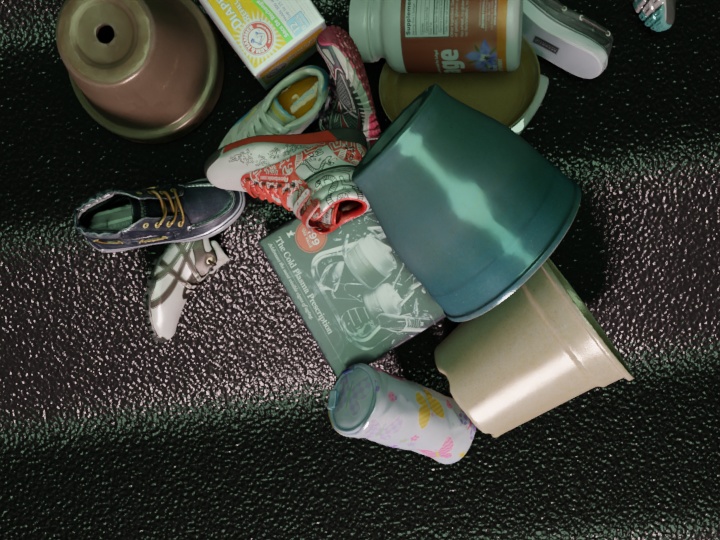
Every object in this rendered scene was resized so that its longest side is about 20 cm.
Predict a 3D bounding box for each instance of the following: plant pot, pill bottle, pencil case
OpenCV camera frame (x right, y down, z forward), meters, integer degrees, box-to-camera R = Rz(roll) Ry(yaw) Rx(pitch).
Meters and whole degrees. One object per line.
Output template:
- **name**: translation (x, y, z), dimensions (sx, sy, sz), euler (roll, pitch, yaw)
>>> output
- **plant pot**: translation (-0.275, -0.260, 0.884), dimensions (0.196, 0.175, 0.205), euler (0, 95, 0)
- **pill bottle**: translation (0.090, -0.291, 0.874), dimensions (0.196, 0.112, 0.115), euler (3, 94, 15)
- **plant pot**: translation (0.197, 0.097, 0.908), dimensions (0.182, 0.200, 0.202), euler (-37, 93, 15)
- **plant pot**: translation (0.121, -0.229, 0.913), dimensions (0.196, 0.028, 0.204), euler (-6, 62, 10)
- **plant pot**: translation (0.098, -0.084, 0.790), dimensions (0.188, 0.200, 0.200), euler (42, 93, -12)
- **pencil case**: translation (0.053, 0.180, 0.910), dimensions (0.090, 0.198, 0.085), euler (-31, 49, 37)

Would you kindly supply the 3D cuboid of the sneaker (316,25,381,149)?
- **sneaker**: translation (-0.020, -0.197, 0.882), dimensions (0.073, 0.201, 0.082), euler (-15, 54, 3)

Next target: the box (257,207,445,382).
- **box**: translation (0.000, 0.000, 0.933), dimensions (0.180, 0.104, 0.202), euler (-31, 93, 1)

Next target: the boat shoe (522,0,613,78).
- **boat shoe**: translation (0.230, -0.320, 0.931), dimensions (0.198, 0.070, 0.067), euler (30, 71, 5)

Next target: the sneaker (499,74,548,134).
- **sneaker**: translation (0.141, -0.193, 0.934), dimensions (0.118, 0.074, 0.201), euler (41, 92, 1)

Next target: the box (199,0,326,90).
- **box**: translation (-0.138, -0.342, 0.912), dimensions (0.112, 0.101, 0.201), euler (-36, 93, 3)

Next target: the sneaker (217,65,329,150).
- **sneaker**: translation (-0.116, -0.181, 0.934), dimensions (0.076, 0.081, 0.200), euler (43, 95, -4)

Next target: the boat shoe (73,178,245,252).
- **boat shoe**: translation (-0.233, -0.068, 0.874), dimensions (0.196, 0.091, 0.072), euler (-17, 85, -8)

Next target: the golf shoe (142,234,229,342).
- **golf shoe**: translation (-0.219, -0.002, 0.949), dimensions (0.092, 0.078, 0.204), euler (12, 95, 0)

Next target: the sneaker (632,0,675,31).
- **sneaker**: translation (0.384, -0.404, 0.918), dimensions (0.089, 0.078, 0.205), euler (-7, 95, -3)

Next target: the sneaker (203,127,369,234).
- **sneaker**: translation (-0.084, -0.095, 0.850), dimensions (0.197, 0.068, 0.110), euler (-9, 64, 3)
